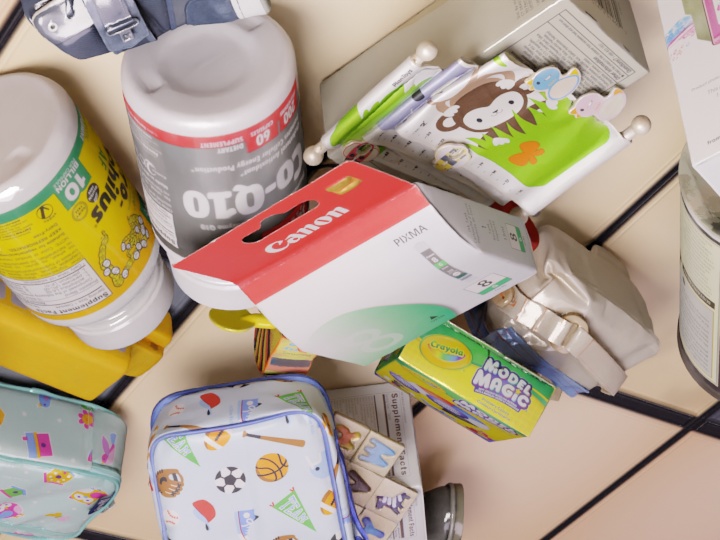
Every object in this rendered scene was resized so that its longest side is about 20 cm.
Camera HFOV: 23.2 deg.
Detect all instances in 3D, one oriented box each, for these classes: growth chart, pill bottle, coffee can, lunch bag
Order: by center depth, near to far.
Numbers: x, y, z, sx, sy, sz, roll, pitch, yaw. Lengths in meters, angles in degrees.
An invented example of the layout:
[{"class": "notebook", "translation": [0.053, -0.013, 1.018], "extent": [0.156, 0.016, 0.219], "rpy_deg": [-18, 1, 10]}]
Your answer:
[{"class": "growth chart", "translation": [0.081, -0.090, 1.143], "extent": [0.199, 0.018, 0.145], "rpy_deg": [16, 137, -32]}, {"class": "pill bottle", "translation": [-0.092, -0.071, 1.178], "extent": [0.113, 0.115, 0.201], "rpy_deg": [-6, 141, -1]}, {"class": "pill bottle", "translation": [-0.206, -0.032, 1.211], "extent": [0.112, 0.114, 0.201], "rpy_deg": [-16, 140, 12]}, {"class": "coffee can", "translation": [0.306, -0.009, 1.293], "extent": [0.145, 0.147, 0.201], "rpy_deg": [-10, 142, 3]}, {"class": "lunch bag", "translation": [-0.079, 0.183, 1.374], "extent": [0.158, 0.076, 0.202], "rpy_deg": [-10, 117, -1]}, {"class": "lunch bag", "translation": [-0.300, 0.165, 1.467], "extent": [0.198, 0.078, 0.160], "rpy_deg": [16, 141, -25]}]

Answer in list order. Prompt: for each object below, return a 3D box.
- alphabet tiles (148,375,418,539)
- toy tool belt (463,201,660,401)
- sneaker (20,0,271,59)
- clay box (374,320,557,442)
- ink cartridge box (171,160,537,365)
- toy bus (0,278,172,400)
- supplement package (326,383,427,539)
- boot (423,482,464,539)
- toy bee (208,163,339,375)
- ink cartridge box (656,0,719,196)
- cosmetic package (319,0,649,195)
[{"class": "alphabet tiles", "translation": [-0.062, 0.176, 1.416], "extent": [0.199, 0.006, 0.167], "rpy_deg": [27, 113, -17]}, {"class": "toy tool belt", "translation": [0.127, 0.033, 1.340], "extent": [0.123, 0.126, 0.199], "rpy_deg": [-40, 131, 23]}, {"class": "sneaker", "translation": [-0.145, -0.206, 1.032], "extent": [0.145, 0.077, 0.203], "rpy_deg": [-14, 142, 4]}, {"class": "clay box", "translation": [0.077, 0.083, 1.340], "extent": [0.114, 0.048, 0.200], "rpy_deg": [31, 172, -1]}, {"class": "ink cartridge box", "translation": [0.000, 0.000, 1.164], "extent": [0.160, 0.051, 0.199], "rpy_deg": [-29, 156, 30]}, {"class": "toy bus", "translation": [-0.236, 0.037, 1.320], "extent": [0.199, 0.079, 0.065], "rpy_deg": [27, 131, -35]}, {"class": "supplement package", "translation": [-0.047, 0.181, 1.502], "extent": [0.198, 0.115, 0.110], "rpy_deg": [-6, 141, 0]}, {"class": "boot", "translation": [-0.019, 0.230, 1.597], "extent": [0.198, 0.073, 0.182], "rpy_deg": [12, 151, -14]}, {"class": "toy bee", "translation": [-0.050, 0.031, 1.320], "extent": [0.129, 0.110, 0.201], "rpy_deg": [-7, 142, 3]}, {"class": "ink cartridge box", "translation": [0.258, -0.122, 1.103], "extent": [0.084, 0.202, 0.144], "rpy_deg": [-24, 139, 27]}, {"class": "cosmetic package", "translation": [0.080, -0.128, 1.168], "extent": [0.199, 0.074, 0.103], "rpy_deg": [-31, 137, 27]}]
